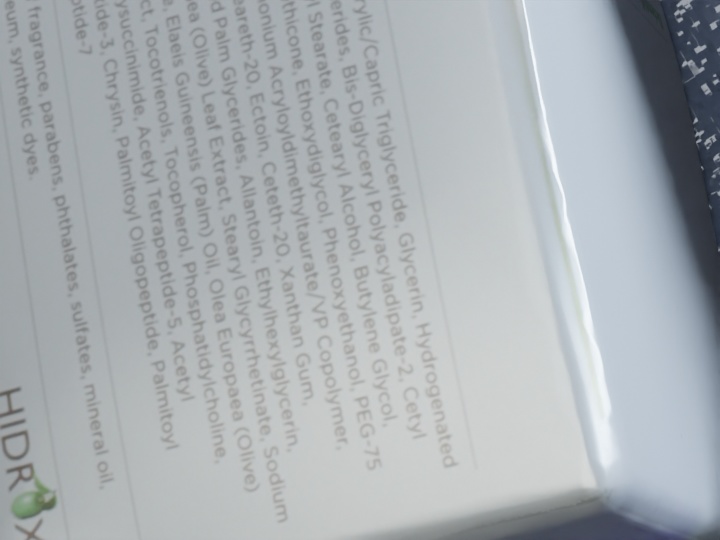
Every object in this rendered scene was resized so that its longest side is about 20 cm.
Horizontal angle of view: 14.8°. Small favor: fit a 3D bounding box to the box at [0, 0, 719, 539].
[{"bbox_3d":[0.000,0.000,0.770,0.171,0.199,0.200,-15,75,17],"label":"box"}]
